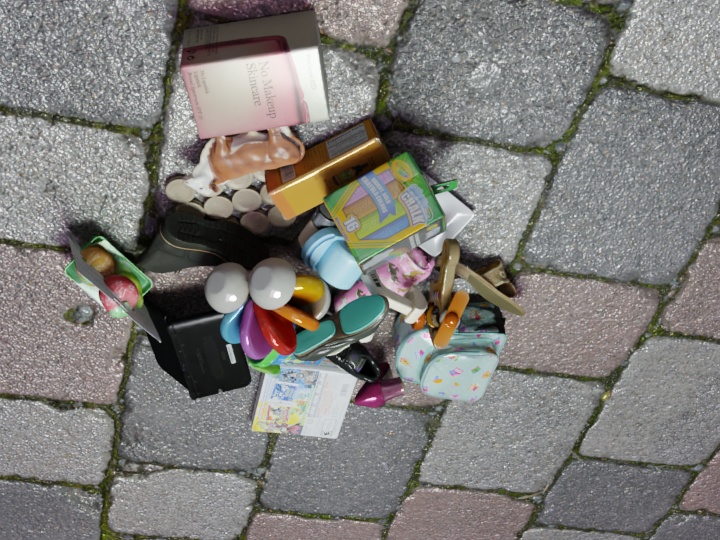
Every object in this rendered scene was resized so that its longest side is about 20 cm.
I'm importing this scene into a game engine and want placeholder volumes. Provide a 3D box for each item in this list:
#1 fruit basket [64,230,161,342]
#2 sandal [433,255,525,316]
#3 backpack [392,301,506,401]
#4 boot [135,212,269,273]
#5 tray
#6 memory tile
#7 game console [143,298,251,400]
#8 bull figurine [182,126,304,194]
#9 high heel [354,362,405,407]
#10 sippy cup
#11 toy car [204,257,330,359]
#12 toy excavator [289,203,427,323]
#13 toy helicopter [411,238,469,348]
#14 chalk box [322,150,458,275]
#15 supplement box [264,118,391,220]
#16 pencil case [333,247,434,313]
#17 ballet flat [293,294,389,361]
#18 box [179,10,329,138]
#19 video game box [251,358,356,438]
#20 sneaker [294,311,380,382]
[{"bbox_3d":[-0.414,0.029,1.624,0.094,0.200,0.185,-41,121,3],"label":"fruit basket"},{"bbox_3d":[0.229,0.007,1.771,0.211,0.077,0.070,29,80,-24],"label":"sandal"},{"bbox_3d":[0.159,0.147,1.838,0.198,0.154,0.177,10,135,-5],"label":"backpack"},{"bbox_3d":[-0.269,-0.026,1.679,0.199,0.078,0.138,22,141,-28],"label":"boot"},{"bbox_3d":[0.093,-0.112,1.671,0.199,0.022,0.107,34,106,-31],"label":"tray"},{"bbox_3d":[-0.214,-0.114,1.650,0.198,0.017,0.154,-13,132,5],"label":"memory tile"},{"bbox_3d":[-0.305,0.126,1.804,0.174,0.117,0.201,-13,133,-5],"label":"game console"},{"bbox_3d":[-0.190,-0.191,1.547,0.198,0.065,0.122,-15,126,-2],"label":"bull figurine"},{"bbox_3d":[0.020,0.218,1.871,0.095,0.200,0.068,-13,89,-9],"label":"high heel"},{"bbox_3d":[-0.126,0.115,1.797,0.129,0.141,0.177,12,165,-30],"label":"sippy cup"},{"bbox_3d":[-0.152,0.070,1.615,0.199,0.151,0.175,-5,164,28],"label":"toy car"},{"bbox_3d":[0.000,0.000,1.659,0.193,0.201,0.100,7,134,-41],"label":"toy excavator"},{"bbox_3d":[0.143,0.043,1.676,0.078,0.133,0.201,1,118,-10],"label":"toy helicopter"},{"bbox_3d":[0.059,-0.100,1.552,0.199,0.124,0.124,-29,170,0],"label":"chalk box"},{"bbox_3d":[-0.052,-0.162,1.581,0.199,0.069,0.067,-24,131,10],"label":"supplement box"},{"bbox_3d":[0.041,0.024,1.757,0.086,0.083,0.200,27,123,-31],"label":"pencil case"},{"bbox_3d":[-0.025,0.098,1.650,0.199,0.068,0.068,-25,144,23],"label":"ballet flat"},{"bbox_3d":[-0.151,-0.285,1.441,0.198,0.109,0.129,-8,132,2],"label":"box"},{"bbox_3d":[-0.114,0.251,1.967,0.181,0.047,0.201,6,130,-14],"label":"video game box"},{"bbox_3d":[-0.031,0.135,1.743,0.200,0.087,0.076,37,85,-44],"label":"sneaker"}]
